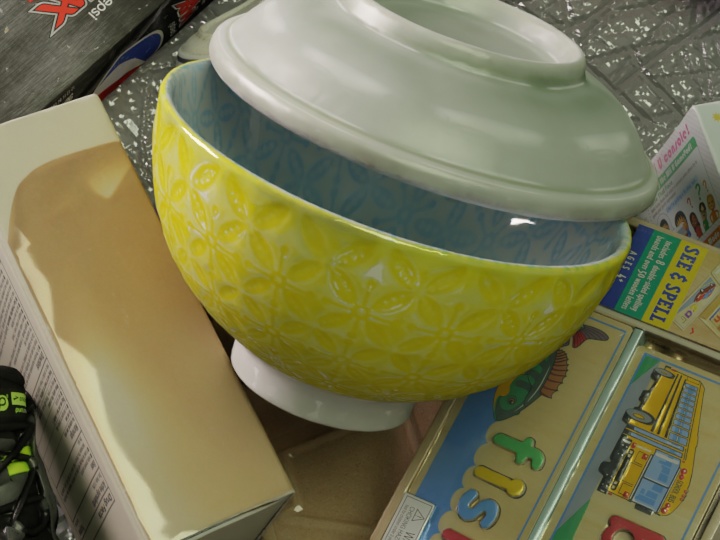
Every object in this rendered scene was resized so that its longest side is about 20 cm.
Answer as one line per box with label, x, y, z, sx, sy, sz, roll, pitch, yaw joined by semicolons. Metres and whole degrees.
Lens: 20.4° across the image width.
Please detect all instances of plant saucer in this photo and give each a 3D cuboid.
plant saucer;0.037;-0.085;0.843;0.200;0.050;0.200;16;21;-6

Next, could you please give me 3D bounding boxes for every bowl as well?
bowl;0.000;0.000;0.818;0.200;0.108;0.200;16;21;-6

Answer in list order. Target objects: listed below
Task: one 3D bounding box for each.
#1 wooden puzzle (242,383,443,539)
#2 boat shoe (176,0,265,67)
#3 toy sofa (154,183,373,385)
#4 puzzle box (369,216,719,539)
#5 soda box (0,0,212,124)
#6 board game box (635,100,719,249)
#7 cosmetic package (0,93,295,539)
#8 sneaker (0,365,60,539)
wooden puzzle;0.052;0.114;0.878;0.185;0.046;0.200;-23;62;6
boat shoe;-0.005;-0.150;0.984;0.200;0.071;0.070;-24;118;-11
toy sofa;-0.018;-0.042;0.948;0.200;0.083;0.098;-39;83;-27
puzzle box;0.098;0.074;0.841;0.133;0.025;0.200;22;74;24
soda box;-0.139;-0.120;0.958;0.071;0.063;0.200;42;62;4
board game box;0.185;0.038;0.935;0.064;0.148;0.200;-11;70;-20
cosmetic package;-0.112;0.037;0.873;0.071;0.105;0.200;-21;75;-24
sneaker;-0.162;0.084;0.833;0.200;0.071;0.083;46;102;16
